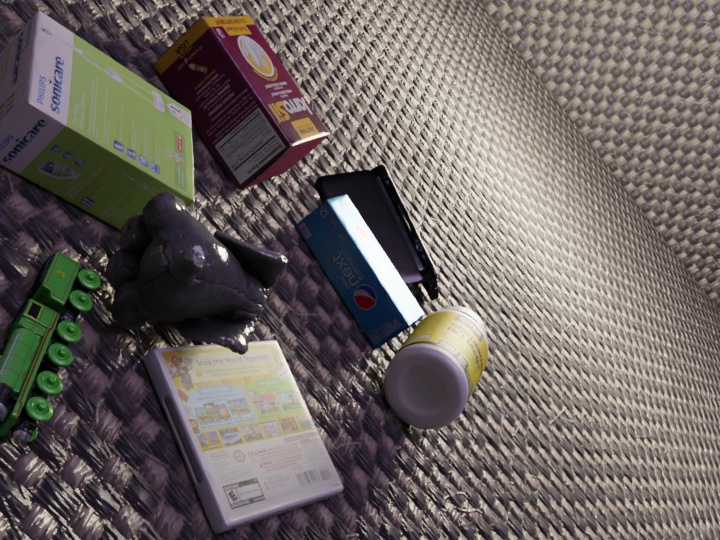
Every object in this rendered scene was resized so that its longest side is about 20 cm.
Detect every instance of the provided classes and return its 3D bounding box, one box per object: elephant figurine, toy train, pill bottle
[{"bbox_3d":[-0.139,0.014,0.969,0.199,0.141,0.156,26,32,-38],"label":"elephant figurine"},{"bbox_3d":[-0.268,0.059,0.816,0.056,0.042,0.201,32,33,-21],"label":"toy train"},{"bbox_3d":[0.110,0.121,1.303,0.113,0.112,0.200,53,26,-3],"label":"pill bottle"}]

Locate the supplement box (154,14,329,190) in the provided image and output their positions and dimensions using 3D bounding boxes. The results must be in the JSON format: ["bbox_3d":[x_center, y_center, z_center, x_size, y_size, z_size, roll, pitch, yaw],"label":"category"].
[{"bbox_3d":[-0.154,-0.224,1.273,0.201,0.103,0.131,55,25,0],"label":"supplement box"}]

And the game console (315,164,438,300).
[{"bbox_3d":[0.028,-0.045,1.471,0.176,0.115,0.202,72,-6,-70],"label":"game console"}]

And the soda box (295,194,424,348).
[{"bbox_3d":[0.000,0.000,1.315,0.201,0.064,0.068,57,25,4],"label":"soda box"}]

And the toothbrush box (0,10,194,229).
[{"bbox_3d":[-0.272,-0.143,0.994,0.199,0.086,0.147,33,34,-40],"label":"toothbrush box"}]

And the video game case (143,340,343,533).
[{"bbox_3d":[-0.113,0.158,0.981,0.199,0.023,0.184,2,57,-58],"label":"video game case"}]
